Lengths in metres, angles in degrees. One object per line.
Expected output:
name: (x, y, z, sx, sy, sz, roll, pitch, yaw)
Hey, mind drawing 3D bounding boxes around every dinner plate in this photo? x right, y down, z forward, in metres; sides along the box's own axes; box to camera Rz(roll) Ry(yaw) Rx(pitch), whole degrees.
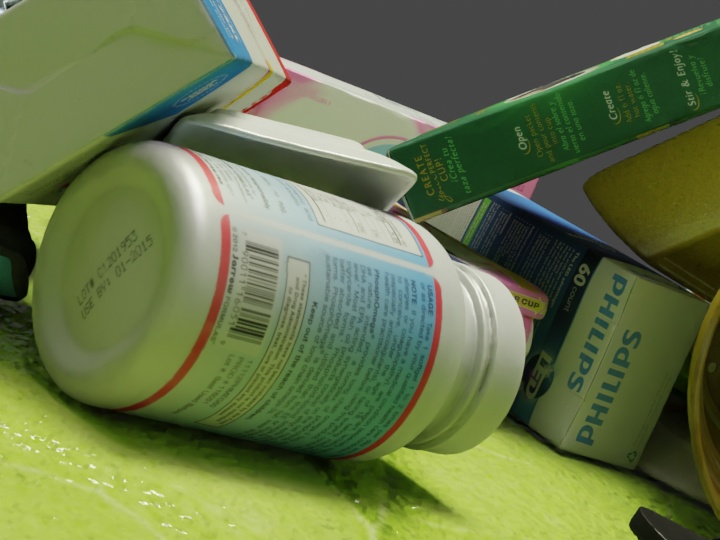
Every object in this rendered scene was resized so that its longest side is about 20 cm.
dinner plate: (0.221, 0.117, 1.426, 0.199, 0.024, 0.200, 23, 9, -4)

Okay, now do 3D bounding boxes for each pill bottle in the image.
pill bottle: (-0.028, 0.020, 1.044, 0.200, 0.109, 0.109, 17, 10, -40)

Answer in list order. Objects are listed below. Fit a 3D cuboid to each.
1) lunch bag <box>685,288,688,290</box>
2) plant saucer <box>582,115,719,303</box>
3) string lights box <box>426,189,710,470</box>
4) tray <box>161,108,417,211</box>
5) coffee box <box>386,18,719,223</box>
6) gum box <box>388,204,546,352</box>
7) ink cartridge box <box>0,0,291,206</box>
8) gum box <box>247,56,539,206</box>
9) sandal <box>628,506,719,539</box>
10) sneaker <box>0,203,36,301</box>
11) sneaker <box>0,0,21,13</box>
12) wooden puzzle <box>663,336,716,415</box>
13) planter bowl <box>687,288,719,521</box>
lunch bag: (0.284, 0.068, 1.564, 0.160, 0.076, 0.200, 31, -10, 37)
plant saucer: (0.251, -0.015, 1.346, 0.200, 0.049, 0.200, 29, -34, -29)
string lights box: (0.097, 0.023, 1.405, 0.059, 0.103, 0.200, 19, 9, -35)
tray: (-0.060, -0.023, 1.123, 0.107, 0.022, 0.200, 12, -25, -19)
coffee box: (0.117, -0.082, 1.334, 0.199, 0.044, 0.123, -21, 4, 8)
gum box: (0.000, 0.000, 1.355, 0.113, 0.066, 0.200, 16, 10, -36)
ink cartridge box: (-0.100, -0.083, 1.080, 0.067, 0.116, 0.200, 60, 6, 3)
gum box: (0.009, -0.049, 1.596, 0.199, 0.114, 0.066, 20, 8, -16)
sandal: (0.214, 0.147, 1.117, 0.199, 0.045, 0.075, 26, 9, 21)
sneaker: (-0.186, -0.045, 1.132, 0.073, 0.082, 0.200, 21, 9, -27)
sneaker: (-0.171, -0.092, 1.254, 0.199, 0.096, 0.079, 0, 17, 33)
wooden puzzle: (0.181, 0.060, 1.497, 0.185, 0.037, 0.200, 34, -7, -39)
planter bowl: (0.233, 0.050, 1.282, 0.200, 0.201, 0.083, 19, 3, -27)
